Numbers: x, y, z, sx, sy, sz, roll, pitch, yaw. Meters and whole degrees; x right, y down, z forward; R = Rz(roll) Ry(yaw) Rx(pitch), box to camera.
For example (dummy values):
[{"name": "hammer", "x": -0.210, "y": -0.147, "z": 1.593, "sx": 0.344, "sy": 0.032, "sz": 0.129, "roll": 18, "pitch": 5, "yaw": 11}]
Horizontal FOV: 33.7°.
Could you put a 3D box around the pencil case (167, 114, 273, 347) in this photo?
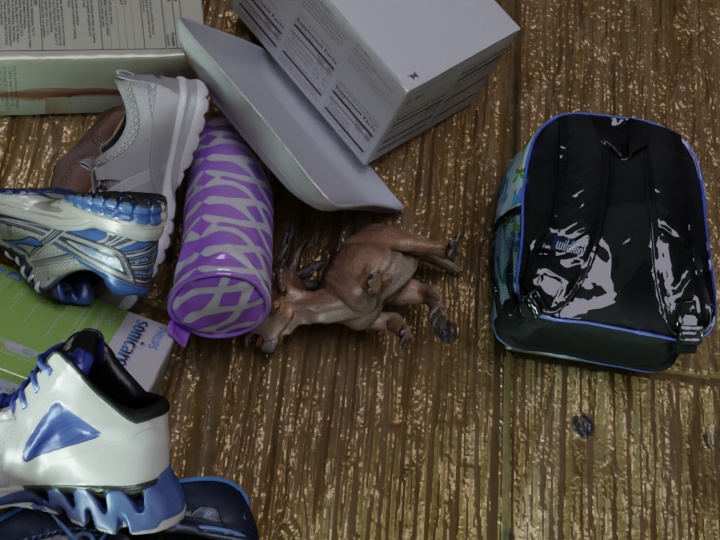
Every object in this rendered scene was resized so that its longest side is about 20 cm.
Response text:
[{"name": "pencil case", "x": -0.113, "y": -0.038, "z": 0.952, "sx": 0.085, "sy": 0.084, "sz": 0.201, "roll": -21, "pitch": 42, "yaw": 16}]

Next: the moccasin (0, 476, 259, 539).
[{"name": "moccasin", "x": -0.162, "y": 0.182, "z": 0.784, "sx": 0.198, "sy": 0.081, "sz": 0.068, "roll": -13, "pitch": 33, "yaw": -21}]

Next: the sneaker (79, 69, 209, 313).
[{"name": "sneaker", "x": -0.185, "y": -0.062, "z": 0.931, "sx": 0.081, "sy": 0.075, "sz": 0.202, "roll": 16, "pitch": 95, "yaw": -18}]

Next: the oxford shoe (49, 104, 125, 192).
[{"name": "oxford shoe", "x": -0.228, "y": -0.048, "z": 0.978, "sx": 0.072, "sy": 0.071, "sz": 0.201, "roll": 14, "pitch": 66, "yaw": 35}]

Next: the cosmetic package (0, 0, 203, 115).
[{"name": "cosmetic package", "x": -0.237, "y": -0.198, "z": 1.021, "sx": 0.198, "sy": 0.087, "sz": 0.104, "roll": -3, "pitch": 65, "yaw": -14}]

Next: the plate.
[{"name": "plate", "x": -0.061, "y": -0.118, "z": 0.998, "sx": 0.032, "sy": 0.200, "sz": 0.200, "roll": -42, "pitch": 80, "yaw": 14}]

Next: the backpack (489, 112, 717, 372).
[{"name": "backpack", "x": 0.197, "y": -0.023, "z": 1.016, "sx": 0.181, "sy": 0.147, "sz": 0.202, "roll": 9, "pitch": 68, "yaw": -9}]

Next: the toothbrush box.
[{"name": "toothbrush box", "x": -0.249, "y": 0.071, "z": 0.857, "sx": 0.198, "sy": 0.087, "sz": 0.146, "roll": 19, "pitch": 21, "yaw": -5}]

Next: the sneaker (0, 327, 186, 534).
[{"name": "sneaker", "x": -0.204, "y": 0.092, "z": 0.750, "sx": 0.197, "sy": 0.081, "sz": 0.116, "roll": 5, "pitch": 101, "yaw": 3}]

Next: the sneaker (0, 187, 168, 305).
[{"name": "sneaker", "x": -0.230, "y": -0.017, "z": 0.874, "sx": 0.077, "sy": 0.198, "sz": 0.086, "roll": -6, "pitch": 100, "yaw": -56}]

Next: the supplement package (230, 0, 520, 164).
[{"name": "supplement package", "x": 0.012, "y": -0.228, "z": 1.072, "sx": 0.155, "sy": 0.111, "sz": 0.200, "roll": -33, "pitch": 78, "yaw": -34}]

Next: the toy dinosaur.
[{"name": "toy dinosaur", "x": 0.000, "y": 0.000, "z": 0.992, "sx": 0.135, "sy": 0.087, "sz": 0.199, "roll": 22, "pitch": 36, "yaw": 37}]
